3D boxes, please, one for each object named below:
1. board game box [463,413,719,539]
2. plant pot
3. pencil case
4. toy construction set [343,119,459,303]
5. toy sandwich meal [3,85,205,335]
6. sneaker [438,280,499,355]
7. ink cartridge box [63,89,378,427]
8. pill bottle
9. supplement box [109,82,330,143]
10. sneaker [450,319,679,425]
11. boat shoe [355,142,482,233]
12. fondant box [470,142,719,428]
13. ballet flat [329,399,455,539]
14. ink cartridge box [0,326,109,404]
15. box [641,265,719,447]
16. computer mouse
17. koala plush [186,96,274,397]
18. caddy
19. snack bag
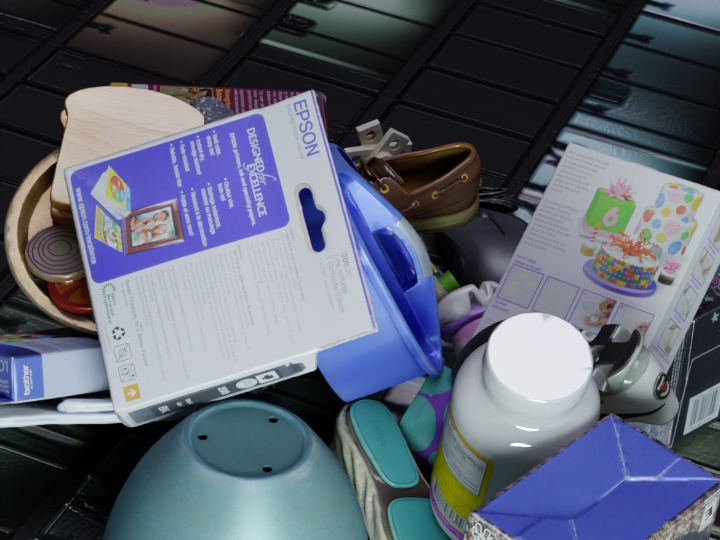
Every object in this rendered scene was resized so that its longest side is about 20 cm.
[{"bbox_3d":[0.143,0.226,1.486,0.097,0.200,0.159,31,42,29],"label":"board game box"},{"bbox_3d":[-0.086,0.172,1.580,0.200,0.135,0.200,5,34,-3],"label":"plant pot"},{"bbox_3d":[0.129,0.141,1.710,0.200,0.085,0.092,22,9,19],"label":"pencil case"},{"bbox_3d":[0.022,-0.028,1.889,0.092,0.131,0.200,-25,44,15],"label":"toy construction set"},{"bbox_3d":[-0.177,-0.046,1.680,0.205,0.070,0.205,1,60,-2],"label":"toy sandwich meal"},{"bbox_3d":[0.160,0.046,1.861,0.200,0.080,0.089,-16,66,-21],"label":"sneaker"},{"bbox_3d":[-0.100,-0.010,1.595,0.200,0.043,0.198,-17,69,8],"label":"ink cartridge box"},{"bbox_3d":[0.110,0.114,1.554,0.104,0.200,0.104,3,55,-5],"label":"pill bottle"},{"bbox_3d":[-0.130,-0.092,1.983,0.200,0.103,0.131,2,32,-6],"label":"supplement box"},{"bbox_3d":[0.151,0.088,1.647,0.200,0.089,0.074,5,54,52],"label":"sneaker"},{"bbox_3d":[0.008,-0.062,1.787,0.200,0.068,0.072,-14,48,-23],"label":"boat shoe"},{"bbox_3d":[0.189,0.014,1.737,0.144,0.058,0.200,21,80,33],"label":"fondant box"},{"bbox_3d":[0.027,0.183,1.652,0.067,0.062,0.200,5,42,-28],"label":"ballet flat"},{"bbox_3d":[-0.235,0.069,1.656,0.200,0.042,0.119,-9,9,-40],"label":"ink cartridge box"},{"bbox_3d":[0.287,0.039,1.848,0.200,0.132,0.115,-23,41,-38],"label":"box"},{"bbox_3d":[0.110,-0.026,1.979,0.138,0.053,0.200,-6,36,-20],"label":"computer mouse"},{"bbox_3d":[-0.115,-0.002,1.837,0.200,0.184,0.177,34,50,2],"label":"koala plush"},{"bbox_3d":[0.000,0.000,1.681,0.105,0.200,0.141,-24,24,10],"label":"caddy"},{"bbox_3d":[-0.224,0.095,1.684,0.200,0.021,0.189,-3,6,-5],"label":"snack bag"}]
